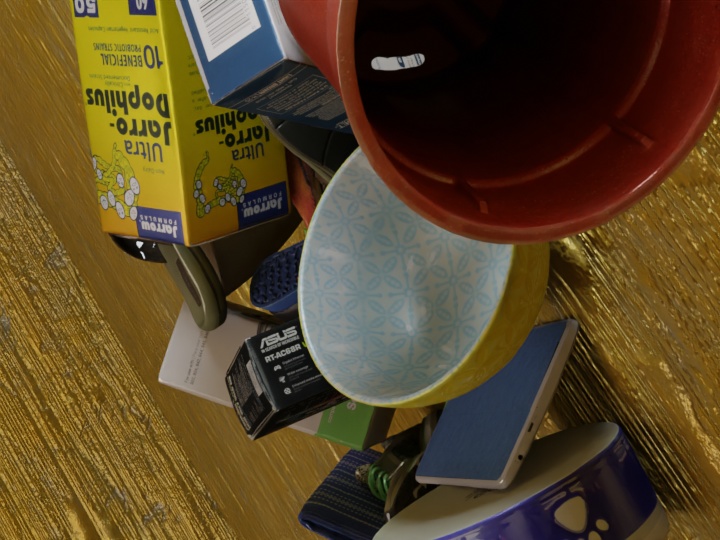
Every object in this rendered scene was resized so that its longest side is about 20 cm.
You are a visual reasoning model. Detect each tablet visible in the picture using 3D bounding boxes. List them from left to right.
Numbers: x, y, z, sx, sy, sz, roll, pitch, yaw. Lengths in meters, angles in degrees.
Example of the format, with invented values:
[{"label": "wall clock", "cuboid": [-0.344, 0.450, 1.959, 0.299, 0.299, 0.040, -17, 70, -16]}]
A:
[{"label": "tablet", "cuboid": [0.099, 0.102, 1.082, 0.014, 0.130, 0.200, 28, 167, -10]}]

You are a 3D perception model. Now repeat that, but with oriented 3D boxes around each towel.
[{"label": "towel", "cuboid": [0.033, 0.218, 1.303, 0.145, 0.024, 0.200, 22, -165, 9]}]

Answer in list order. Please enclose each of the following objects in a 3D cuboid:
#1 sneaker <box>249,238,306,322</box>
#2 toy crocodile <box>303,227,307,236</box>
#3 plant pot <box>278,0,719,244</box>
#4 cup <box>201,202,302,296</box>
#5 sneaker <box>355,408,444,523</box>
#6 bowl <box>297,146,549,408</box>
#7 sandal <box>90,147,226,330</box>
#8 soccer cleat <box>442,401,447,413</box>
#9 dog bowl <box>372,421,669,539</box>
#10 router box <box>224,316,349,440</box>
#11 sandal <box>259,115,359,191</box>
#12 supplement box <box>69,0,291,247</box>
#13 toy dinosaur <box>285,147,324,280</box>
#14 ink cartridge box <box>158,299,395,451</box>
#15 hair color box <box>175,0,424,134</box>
[{"label": "sneaker", "cuboid": [0.000, 0.000, 1.214, 0.200, 0.078, 0.070, -18, 59, 39]}, {"label": "toy crocodile", "cuboid": [-0.060, -0.120, 1.247, 0.200, 0.062, 0.068, 62, 176, -1]}, {"label": "plant pot", "cuboid": [0.052, -0.139, 0.723, 0.195, 0.200, 0.201, 46, 159, 61]}, {"label": "cup", "cuboid": [-0.117, -0.092, 1.337, 0.200, 0.143, 0.200, 52, 160, 28]}, {"label": "sneaker", "cuboid": [0.037, 0.188, 1.278, 0.200, 0.088, 0.077, -44, -62, -71]}, {"label": "bowl", "cuboid": [0.062, 0.003, 0.994, 0.108, 0.200, 0.200, 18, -162, -42]}, {"label": "sandal", "cuboid": [-0.184, -0.032, 1.254, 0.201, 0.057, 0.080, 58, 162, 14]}, {"label": "soccer cleat", "cuboid": [0.115, 0.188, 1.246, 0.067, 0.081, 0.201, -7, 95, 36]}, {"label": "dog bowl", "cuboid": [0.111, 0.185, 1.022, 0.079, 0.200, 0.200, 63, 163, -1]}, {"label": "router box", "cuboid": [-0.001, 0.060, 1.146, 0.062, 0.200, 0.150, 66, 163, 10]}, {"label": "sandal", "cuboid": [-0.005, -0.086, 1.075, 0.201, 0.080, 0.057, 48, 169, -28]}, {"label": "supplement box", "cuboid": [-0.134, -0.131, 1.088, 0.109, 0.109, 0.201, 10, 112, 42]}, {"label": "toy dinosaur", "cuboid": [-0.061, -0.128, 1.131, 0.181, 0.200, 0.105, 32, 150, -12]}, {"label": "ink cartridge box", "cuboid": [-0.068, 0.093, 1.342, 0.200, 0.084, 0.145, 18, -179, 9]}, {"label": "hair color box", "cuboid": [-0.024, -0.144, 0.895, 0.060, 0.200, 0.100, -27, 73, 30]}]
